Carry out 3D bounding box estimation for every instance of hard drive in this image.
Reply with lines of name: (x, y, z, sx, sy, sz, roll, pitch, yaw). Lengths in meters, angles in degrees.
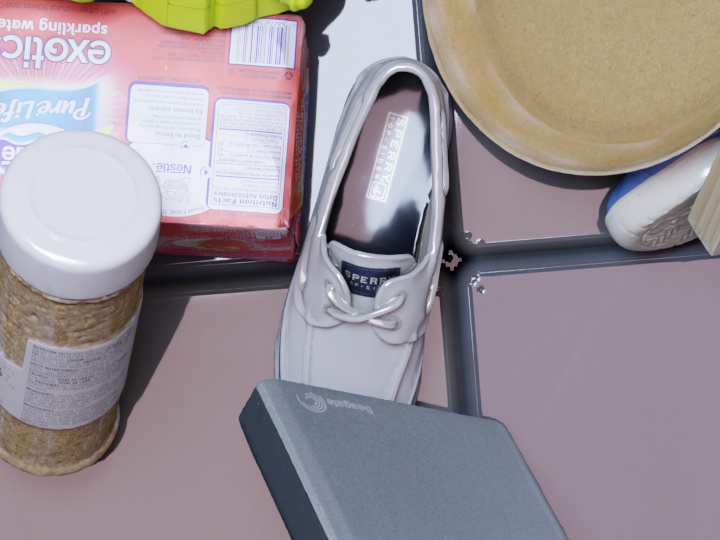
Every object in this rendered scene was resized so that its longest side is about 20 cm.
hard drive: (0.039, 0.131, 1.273, 0.139, 0.200, 0.033, 12, 122, -33)

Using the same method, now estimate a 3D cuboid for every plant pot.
plant pot: (0.117, -0.141, 1.333, 0.199, 0.027, 0.201, -5, 82, 33)

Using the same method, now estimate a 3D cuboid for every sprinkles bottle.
sprinkles bottle: (-0.129, 0.019, 1.289, 0.068, 0.200, 0.069, 5, 60, -8)

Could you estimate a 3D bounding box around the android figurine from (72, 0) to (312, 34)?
android figurine: (-0.084, -0.177, 1.325, 0.200, 0.041, 0.182, 35, 55, 24)

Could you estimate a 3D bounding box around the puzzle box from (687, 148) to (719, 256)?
puzzle box: (0.231, -0.092, 1.277, 0.133, 0.200, 0.025, -10, 51, -28)

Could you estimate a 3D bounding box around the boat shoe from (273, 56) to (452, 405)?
boat shoe: (0.000, 0.000, 1.354, 0.073, 0.065, 0.201, 6, 90, 1)

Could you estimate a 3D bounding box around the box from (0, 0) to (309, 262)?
box: (-0.124, -0.064, 1.339, 0.199, 0.095, 0.100, 3, 81, 1)

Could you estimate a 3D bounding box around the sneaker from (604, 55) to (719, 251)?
sneaker: (0.174, -0.104, 1.352, 0.200, 0.077, 0.111, -41, 67, 19)
